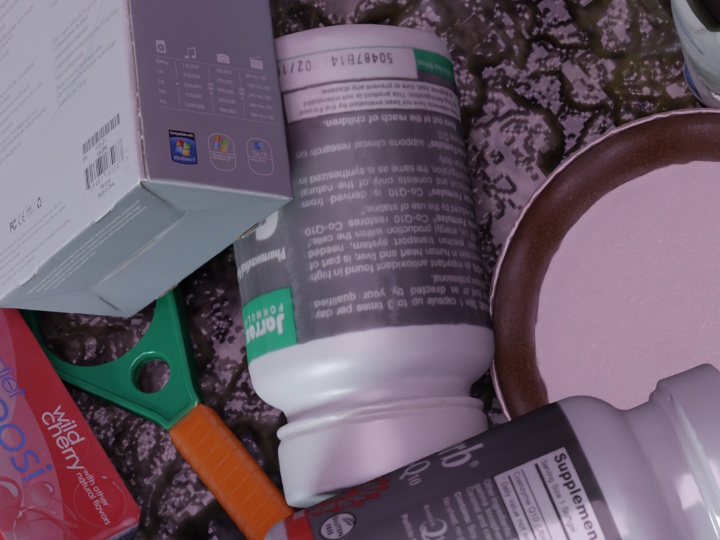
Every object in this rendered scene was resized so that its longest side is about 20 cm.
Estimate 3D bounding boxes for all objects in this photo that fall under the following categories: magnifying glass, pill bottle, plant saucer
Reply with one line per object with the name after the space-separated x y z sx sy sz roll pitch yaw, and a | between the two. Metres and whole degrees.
-0.092 0.056 1.015 0.079 0.022 0.200 -40 65 -3 | magnifying glass
0.070 0.121 0.882 0.199 0.116 0.117 -23 77 -1 | pill bottle
0.157 0.027 0.986 0.198 0.032 0.202 -2 80 9 | plant saucer
0.000 0.000 0.976 0.112 0.113 0.202 -10 78 8 | pill bottle

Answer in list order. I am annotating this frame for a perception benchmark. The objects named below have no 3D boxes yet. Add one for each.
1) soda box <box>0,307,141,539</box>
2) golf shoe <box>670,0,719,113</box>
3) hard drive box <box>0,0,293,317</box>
-0.185 0.060 1.011 0.070 0.063 0.201 -25 73 -34 | soda box
0.158 -0.176 0.987 0.078 0.097 0.201 -20 76 8 | golf shoe
-0.110 -0.100 0.974 0.076 0.156 0.202 5 68 -33 | hard drive box
